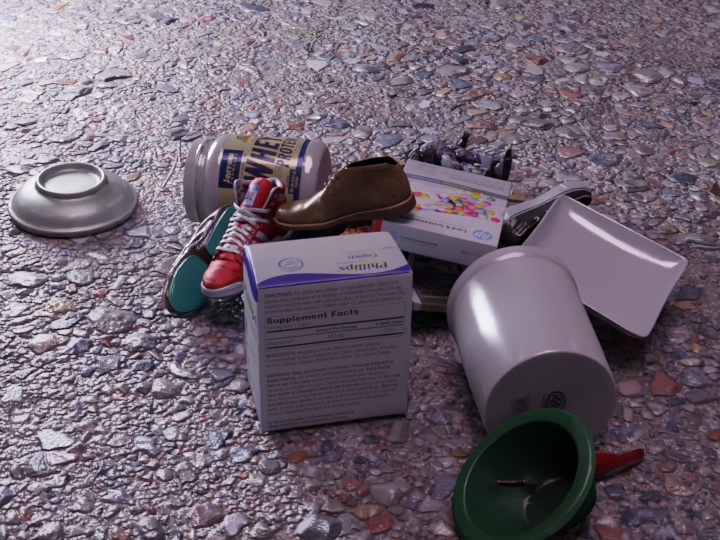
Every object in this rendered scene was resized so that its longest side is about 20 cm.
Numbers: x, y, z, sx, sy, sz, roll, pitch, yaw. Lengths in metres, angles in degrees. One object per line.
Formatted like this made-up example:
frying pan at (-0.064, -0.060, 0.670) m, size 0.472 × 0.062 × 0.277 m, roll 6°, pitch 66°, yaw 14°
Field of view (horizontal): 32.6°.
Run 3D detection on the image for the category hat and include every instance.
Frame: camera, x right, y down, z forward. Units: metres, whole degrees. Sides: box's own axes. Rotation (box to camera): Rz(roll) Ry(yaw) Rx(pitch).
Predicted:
hat at (0.224, 0.260, 1.333) m, size 0.199 × 0.176 × 0.166 m, roll -37°, pitch 35°, yaw 9°

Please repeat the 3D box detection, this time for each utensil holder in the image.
utensil holder at (0.201, 0.097, 1.452) m, size 0.167 × 0.172 × 0.201 m, roll -3°, pitch 34°, yaw -7°

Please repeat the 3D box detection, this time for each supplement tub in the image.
supplement tub at (-0.149, -0.125, 1.807) m, size 0.197 × 0.147 × 0.146 m, roll 5°, pitch 31°, yaw 9°

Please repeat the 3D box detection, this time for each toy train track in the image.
toy train track at (0.153, -0.131, 1.873) m, size 0.196 × 0.033 × 0.115 m, roll 7°, pitch -9°, yaw 0°

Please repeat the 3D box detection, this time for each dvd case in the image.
dvd case at (0.131, 0.014, 1.684) m, size 0.197 × 0.016 × 0.149 m, roll 4°, pitch 30°, yaw -20°

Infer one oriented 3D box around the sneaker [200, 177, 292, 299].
sneaker at (-0.156, -0.052, 1.649) m, size 0.070 × 0.114 × 0.200 m, roll 12°, pitch 35°, yaw 22°

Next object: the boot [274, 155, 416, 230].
boot at (-0.028, -0.102, 1.605) m, size 0.197 × 0.076 × 0.074 m, roll -10°, pitch 27°, yaw 22°

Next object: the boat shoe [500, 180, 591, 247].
boat shoe at (0.278, -0.077, 1.841) m, size 0.198 × 0.069 × 0.057 m, roll -22°, pitch 57°, yaw -30°

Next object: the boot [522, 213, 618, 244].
boot at (0.290, -0.021, 1.727) m, size 0.153 × 0.074 × 0.201 m, roll 6°, pitch 38°, yaw -6°

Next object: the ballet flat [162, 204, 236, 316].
ballet flat at (-0.223, -0.007, 1.694) m, size 0.071 × 0.073 × 0.201 m, roll 14°, pitch 50°, yaw 20°

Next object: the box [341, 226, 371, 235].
box at (-0.061, -0.001, 1.716) m, size 0.197 × 0.040 × 0.137 m, roll -9°, pitch 33°, yaw -17°

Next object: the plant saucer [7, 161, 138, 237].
plant saucer at (-0.441, -0.121, 1.881) m, size 0.196 × 0.051 × 0.201 m, roll 1°, pitch 32°, yaw -1°

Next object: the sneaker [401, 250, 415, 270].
sneaker at (0.000, 0.000, 1.591) m, size 0.069 × 0.109 × 0.202 m, roll -8°, pitch 44°, yaw 42°

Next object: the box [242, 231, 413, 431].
box at (-0.040, 0.070, 1.447) m, size 0.181 × 0.203 × 0.105 m, roll -6°, pitch 31°, yaw -12°

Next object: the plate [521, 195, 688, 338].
plate at (0.314, -0.002, 1.624) m, size 0.198 × 0.033 × 0.200 m, roll 30°, pitch 41°, yaw 13°

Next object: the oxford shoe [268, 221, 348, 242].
oxford shoe at (-0.064, -0.022, 1.661) m, size 0.084 × 0.073 × 0.200 m, roll 31°, pitch 42°, yaw 14°

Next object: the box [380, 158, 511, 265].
box at (0.117, -0.078, 1.660) m, size 0.153 × 0.042 × 0.201 m, roll 13°, pitch 32°, yaw 7°

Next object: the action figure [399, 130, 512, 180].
action figure at (0.150, -0.184, 1.997) m, size 0.129 × 0.070 × 0.199 m, roll -31°, pitch 41°, yaw -34°

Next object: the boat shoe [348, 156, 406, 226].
boat shoe at (0.035, -0.133, 1.900) m, size 0.074 × 0.074 × 0.199 m, roll 26°, pitch 39°, yaw 34°

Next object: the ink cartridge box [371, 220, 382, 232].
ink cartridge box at (0.082, -0.084, 1.789) m, size 0.197 × 0.068 × 0.116 m, roll 10°, pitch 17°, yaw 3°
